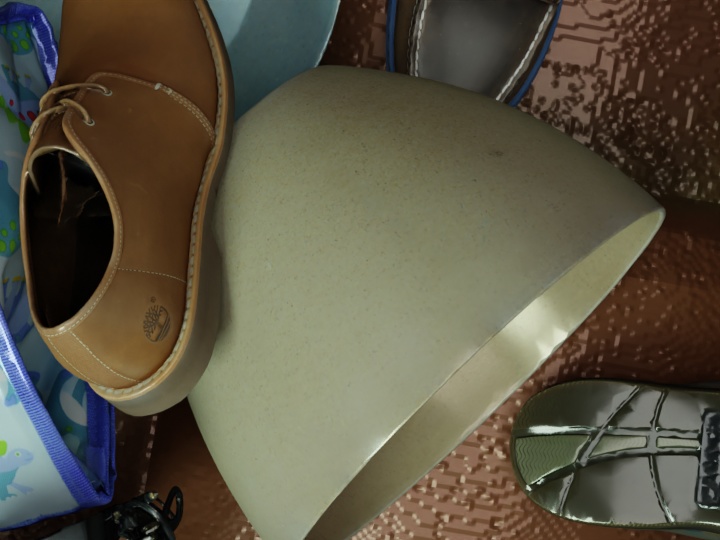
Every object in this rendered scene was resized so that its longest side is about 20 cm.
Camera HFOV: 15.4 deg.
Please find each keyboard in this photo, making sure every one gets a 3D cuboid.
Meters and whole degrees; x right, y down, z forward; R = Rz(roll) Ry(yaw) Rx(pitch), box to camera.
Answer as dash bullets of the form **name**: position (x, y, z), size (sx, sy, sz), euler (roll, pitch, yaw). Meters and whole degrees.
- **keyboard**: position (-0.114, 0.118, 1.014), size (0.104, 0.200, 0.040), euler (-23, 88, -2)

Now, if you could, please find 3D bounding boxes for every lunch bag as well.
- **lunch bag**: position (-0.189, 0.011, 1.019), size (0.170, 0.127, 0.201), euler (-16, 84, 22)

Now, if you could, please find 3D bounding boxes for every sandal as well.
- **sandal**: position (0.162, 0.088, 1.114), size (0.199, 0.055, 0.082), euler (6, 86, 10)

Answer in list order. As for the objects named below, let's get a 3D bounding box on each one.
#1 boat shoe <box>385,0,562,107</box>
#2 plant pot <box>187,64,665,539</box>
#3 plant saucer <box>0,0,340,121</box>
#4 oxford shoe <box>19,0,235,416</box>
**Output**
- **boat shoe**: position (0.061, -0.148, 1.081), size (0.072, 0.072, 0.201), euler (17, 91, -5)
- **plant pot**: position (0.000, 0.000, 1.033), size (0.200, 0.200, 0.134), euler (-44, 81, -1)
- **plant saucer**: position (-0.104, -0.128, 1.078), size (0.200, 0.039, 0.202), euler (0, 93, 4)
- **oxford shoe**: position (-0.092, -0.051, 0.977), size (0.071, 0.071, 0.200), euler (-22, 55, 25)
